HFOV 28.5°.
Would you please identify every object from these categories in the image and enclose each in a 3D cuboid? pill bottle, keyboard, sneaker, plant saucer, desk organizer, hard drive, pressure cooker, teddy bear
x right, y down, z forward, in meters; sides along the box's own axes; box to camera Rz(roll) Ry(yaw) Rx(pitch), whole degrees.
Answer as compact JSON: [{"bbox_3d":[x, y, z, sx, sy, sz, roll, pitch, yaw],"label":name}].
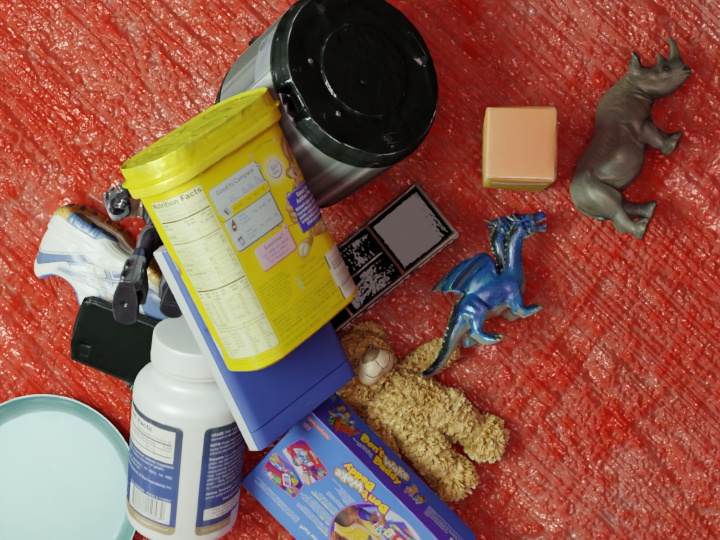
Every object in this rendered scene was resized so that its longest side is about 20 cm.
[{"bbox_3d":[-0.162,0.149,1.344,0.110,0.111,0.202,9,114,2],"label":"pill bottle"},{"bbox_3d":[-0.191,0.093,1.405,0.198,0.040,0.105,23,118,-5],"label":"keyboard"},{"bbox_3d":[-0.231,0.019,1.407,0.199,0.075,0.089,34,102,9],"label":"sneaker"},{"bbox_3d":[-0.316,0.224,1.425,0.198,0.027,0.202,0,90,3],"label":"plant saucer"},{"bbox_3d":[0.000,0.000,1.387,0.200,0.077,0.072,-39,89,2],"label":"desk organizer"},{"bbox_3d":[-0.092,0.042,1.288,0.132,0.025,0.201,-35,108,-37],"label":"hard drive"},{"bbox_3d":[-0.042,-0.154,1.333,0.176,0.200,0.179,-41,97,-34],"label":"pressure cooker"},{"bbox_3d":[0.054,0.135,1.390,0.144,0.067,0.201,-32,89,0],"label":"teddy bear"}]

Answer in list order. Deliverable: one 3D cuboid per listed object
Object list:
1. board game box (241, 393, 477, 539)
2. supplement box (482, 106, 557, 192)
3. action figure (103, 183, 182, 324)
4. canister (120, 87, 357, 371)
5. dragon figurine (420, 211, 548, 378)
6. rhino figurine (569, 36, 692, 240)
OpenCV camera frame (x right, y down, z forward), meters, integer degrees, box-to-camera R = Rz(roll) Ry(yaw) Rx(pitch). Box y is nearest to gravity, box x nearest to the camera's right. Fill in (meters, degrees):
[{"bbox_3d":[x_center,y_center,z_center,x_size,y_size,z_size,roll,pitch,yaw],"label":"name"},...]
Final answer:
[{"bbox_3d":[-0.004,0.230,1.369,0.200,0.045,0.135,45,126,2],"label":"board game box"},{"bbox_3d":[0.146,-0.111,1.320,0.068,0.200,0.067,1,90,6],"label":"supplement box"},{"bbox_3d":[-0.185,-0.035,1.355,0.129,0.201,0.070,3,128,-3],"label":"action figure"},{"bbox_3d":[-0.099,-0.033,1.218,0.148,0.086,0.201,-38,111,-36],"label":"canister"},{"bbox_3d":[0.110,0.020,1.375,0.199,0.059,0.100,-34,95,-17],"label":"dragon figurine"},{"bbox_3d":[0.268,-0.135,1.384,0.087,0.060,0.202,20,87,13],"label":"rhino figurine"}]
